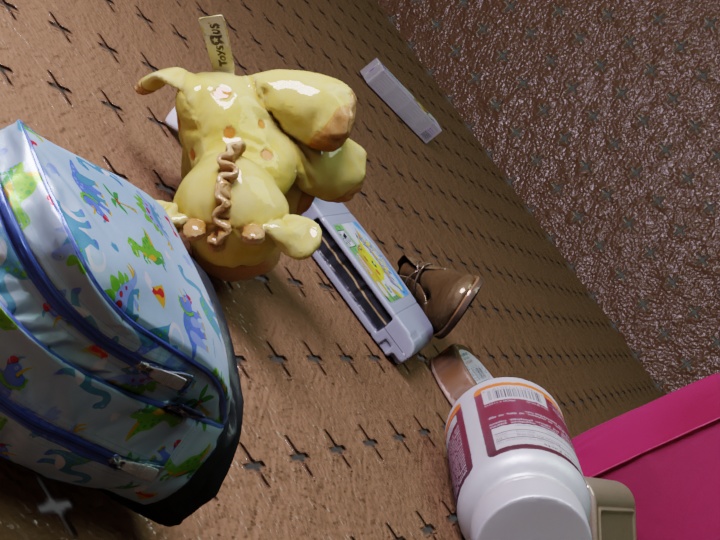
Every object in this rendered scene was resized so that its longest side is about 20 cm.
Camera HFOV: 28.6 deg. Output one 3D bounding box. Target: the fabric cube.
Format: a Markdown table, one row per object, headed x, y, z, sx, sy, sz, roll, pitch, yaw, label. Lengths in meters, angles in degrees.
| x | y | z | sx | sy | sz | roll | pitch | yaw | label |
| --- | --- | --- | --- | --- | --- | --- | --- | --- | --- |
| 0.353 | 0.257 | 1.544 | 0.201 | 0.195 | 0.199 | 63 | 12 | -3 | fabric cube |

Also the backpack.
| x | y | z | sx | sy | sz | roll | pitch | yaw | label |
| --- | --- | --- | --- | --- | --- | --- | --- | --- | --- |
| -0.142 | 0.020 | 0.660 | 0.199 | 0.154 | 0.164 | 18 | 41 | -46 | backpack |

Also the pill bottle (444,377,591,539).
| x | y | z | sx | sy | sz | roll | pitch | yaw | label |
| --- | --- | --- | --- | --- | --- | --- | --- | --- | --- |
| 0.135 | 0.184 | 1.216 | 0.114 | 0.114 | 0.200 | 48 | 13 | -17 | pill bottle |

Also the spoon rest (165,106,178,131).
| x | y | z | sx | sy | sz | roll | pitch | yaw | label |
| --- | --- | --- | --- | --- | --- | --- | --- | --- | --- |
| -0.101 | -0.125 | 1.312 | 0.099 | 0.061 | 0.200 | 31 | 4 | 27 | spoon rest |

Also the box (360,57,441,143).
| x | y | z | sx | sy | sz | roll | pitch | yaw | label |
| --- | --- | --- | --- | --- | --- | --- | --- | --- | --- |
| 0.073 | -0.297 | 2.486 | 0.200 | 0.041 | 0.039 | 39 | 17 | -44 | box |

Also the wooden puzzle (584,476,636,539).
| x | y | z | sx | sy | sz | roll | pitch | yaw | label |
| --- | --- | --- | --- | --- | --- | --- | --- | --- | --- |
| 0.229 | 0.294 | 1.307 | 0.185 | 0.037 | 0.202 | 24 | 59 | -66 | wooden puzzle |

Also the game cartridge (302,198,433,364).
| x | y | z | sx | sy | sz | roll | pitch | yaw | label |
| --- | --- | --- | --- | --- | --- | --- | --- | --- | --- |
| 0.000 | 0.000 | 1.421 | 0.201 | 0.040 | 0.133 | 54 | 9 | 4 | game cartridge |

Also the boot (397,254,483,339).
| x | y | z | sx | sy | sz | roll | pitch | yaw | label |
| --- | --- | --- | --- | --- | --- | --- | --- | --- | --- |
| 0.073 | 0.022 | 1.493 | 0.075 | 0.074 | 0.200 | 39 | -8 | -9 | boot |

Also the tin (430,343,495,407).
| x | y | z | sx | sy | sz | roll | pitch | yaw | label |
| --- | --- | --- | --- | --- | --- | --- | --- | --- | --- |
| 0.146 | 0.164 | 1.492 | 0.201 | 0.042 | 0.112 | 55 | 17 | 9 | tin |

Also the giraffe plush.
| x | y | z | sx | sy | sz | roll | pitch | yaw | label |
| --- | --- | --- | --- | --- | --- | --- | --- | --- | --- |
| -0.086 | -0.065 | 1.069 | 0.200 | 0.171 | 0.163 | 54 | 29 | -47 | giraffe plush |
